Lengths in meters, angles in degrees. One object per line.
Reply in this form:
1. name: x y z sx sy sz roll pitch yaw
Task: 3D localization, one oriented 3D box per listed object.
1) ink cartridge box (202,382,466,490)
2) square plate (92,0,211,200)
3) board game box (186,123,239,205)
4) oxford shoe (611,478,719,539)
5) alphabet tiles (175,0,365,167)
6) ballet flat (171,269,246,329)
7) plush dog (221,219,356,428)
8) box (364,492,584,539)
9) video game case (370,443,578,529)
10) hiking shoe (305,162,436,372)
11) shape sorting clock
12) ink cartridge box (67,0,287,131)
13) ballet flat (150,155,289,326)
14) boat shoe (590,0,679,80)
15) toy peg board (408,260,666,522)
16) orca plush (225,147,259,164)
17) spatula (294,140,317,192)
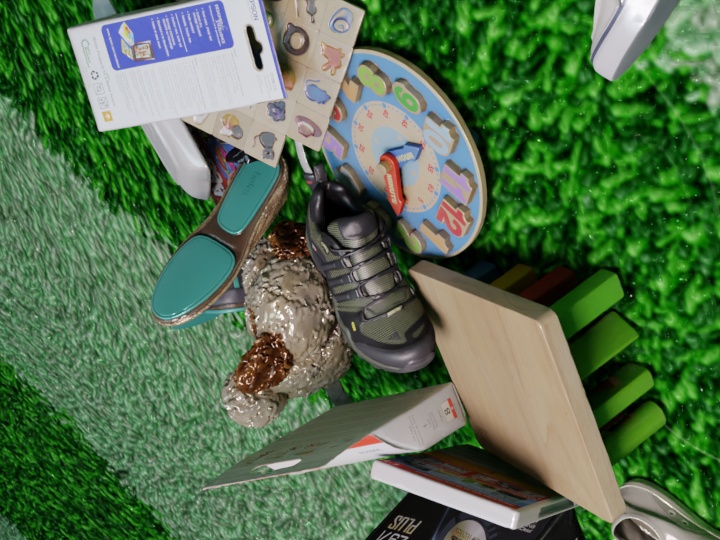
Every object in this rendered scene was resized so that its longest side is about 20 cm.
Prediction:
1. ink cartridge box: -0.020 0.166 1.116 0.161 0.199 0.051 -18 97 41
2. square plate: -0.207 -0.163 1.210 0.200 0.028 0.200 59 171 0
3. board game box: -0.158 -0.149 1.263 0.102 0.019 0.202 -4 119 53
4. oxford shoe: 0.303 0.261 1.083 0.199 0.058 0.076 33 141 22
5. alphabet tiles: -0.087 -0.196 1.056 0.165 0.006 0.202 26 120 9
6. ballet flat: -0.175 0.023 1.421 0.073 0.073 0.199 55 153 -9
7. plush dog: -0.061 0.050 1.211 0.158 0.203 0.172 4 163 12
8. box: 0.107 0.302 1.260 0.199 0.164 0.087 5 128 48
9. video game case: 0.116 0.193 1.124 0.141 0.199 0.018 15 94 29
10. hiking shoe: 0.000 0.000 1.082 0.201 0.075 0.101 55 167 32
11. shape sorting clock: 0.030 -0.098 1.069 0.199 0.039 0.202 31 142 27
12. ink cartridge box: -0.155 -0.182 1.066 0.197 0.037 0.096 -5 111 27
13. ballet flat: -0.129 -0.025 1.209 0.070 0.201 0.065 36 177 18
14. boat shoe: 0.167 -0.214 0.757 0.086 0.074 0.203 37 143 17
15. toy peg board: 0.160 0.078 1.062 0.199 0.097 0.202 23 141 59
16. orca plush: -0.142 -0.186 1.131 0.105 0.070 0.202 48 152 49
17. spatula: -0.052 -0.109 1.172 0.056 0.020 0.202 11 132 52
